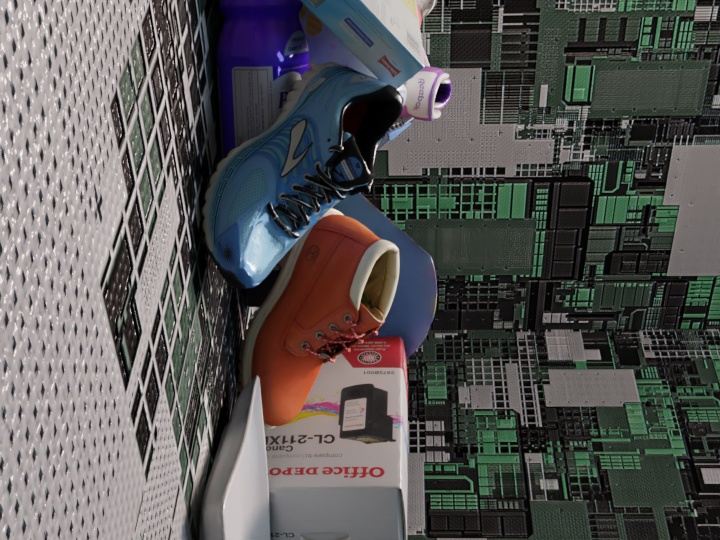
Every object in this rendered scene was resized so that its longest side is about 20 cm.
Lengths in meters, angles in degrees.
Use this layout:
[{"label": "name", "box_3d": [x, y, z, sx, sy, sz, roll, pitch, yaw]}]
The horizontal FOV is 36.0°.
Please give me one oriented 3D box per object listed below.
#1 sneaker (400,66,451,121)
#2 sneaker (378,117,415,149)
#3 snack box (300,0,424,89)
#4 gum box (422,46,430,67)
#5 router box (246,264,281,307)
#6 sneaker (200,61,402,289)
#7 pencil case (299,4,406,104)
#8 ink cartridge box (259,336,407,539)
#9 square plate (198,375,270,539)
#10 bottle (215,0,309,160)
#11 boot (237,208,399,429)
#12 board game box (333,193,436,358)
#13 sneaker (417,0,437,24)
[{"label": "sneaker", "box_3d": [0.027, -0.180, 1.092, 0.201, 0.113, 0.073, -115, -146, -70]}, {"label": "sneaker", "box_3d": [-0.021, -0.137, 1.185, 0.066, 0.200, 0.079, 48, -30, 14]}, {"label": "snack box", "box_3d": [-0.004, -0.242, 0.884, 0.116, 0.037, 0.201, 41, 29, -31]}, {"label": "gum box", "box_3d": [-0.001, -0.215, 1.314, 0.066, 0.113, 0.200, 69, -14, -16]}, {"label": "router box", "box_3d": [-0.077, -0.090, 1.022, 0.157, 0.052, 0.201, -84, 173, -63]}, {"label": "sneaker", "box_3d": [-0.038, -0.072, 0.800, 0.201, 0.090, 0.078, -58, 135, -20]}, {"label": "pencil case", "box_3d": [-0.033, -0.211, 0.948, 0.091, 0.083, 0.201, 34, 31, -80]}, {"label": "ink cartridge box", "box_3d": [-0.028, 0.159, 1.045, 0.201, 0.145, 0.083, -88, 175, -53]}, {"label": "square plate", "box_3d": [-0.095, 0.212, 0.851, 0.200, 0.028, 0.200, -84, 173, -69]}, {"label": "bottle", "box_3d": [-0.075, -0.156, 0.862, 0.084, 0.065, 0.202, -37, 128, -66]}, {"label": "boot", "box_3d": [-0.034, 0.051, 0.942, 0.075, 0.107, 0.201, 13, 98, -52]}, {"label": "board game box", "box_3d": [0.000, 0.000, 1.139, 0.039, 0.200, 0.158, -27, 155, -54]}, {"label": "sneaker", "box_3d": [0.030, -0.270, 1.144, 0.098, 0.071, 0.200, -56, -169, -11]}]
